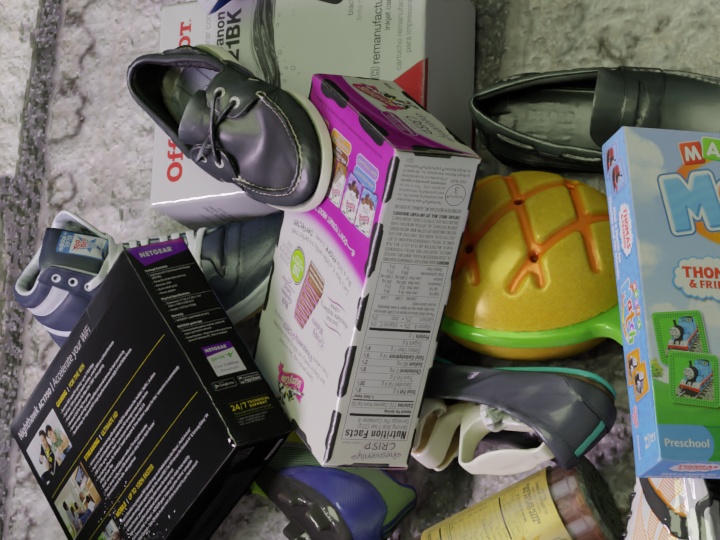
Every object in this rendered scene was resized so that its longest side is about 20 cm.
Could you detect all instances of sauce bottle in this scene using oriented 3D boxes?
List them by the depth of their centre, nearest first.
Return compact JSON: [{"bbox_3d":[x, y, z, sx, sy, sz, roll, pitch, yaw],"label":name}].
[{"bbox_3d":[0.060,0.180,1.476,0.199,0.065,0.065,-30,62,18],"label":"sauce bottle"}]

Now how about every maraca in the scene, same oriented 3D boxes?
[{"bbox_3d":[0.121,0.000,1.477,0.199,0.107,0.137,8,47,23],"label":"maraca"}]

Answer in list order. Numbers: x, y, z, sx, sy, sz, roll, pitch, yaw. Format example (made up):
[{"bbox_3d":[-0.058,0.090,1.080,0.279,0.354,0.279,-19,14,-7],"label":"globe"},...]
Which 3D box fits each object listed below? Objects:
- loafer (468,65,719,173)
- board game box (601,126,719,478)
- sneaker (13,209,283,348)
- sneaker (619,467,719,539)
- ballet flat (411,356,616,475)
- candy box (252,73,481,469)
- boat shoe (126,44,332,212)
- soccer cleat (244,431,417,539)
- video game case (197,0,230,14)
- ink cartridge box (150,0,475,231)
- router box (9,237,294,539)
[{"bbox_3d":[0.161,-0.091,1.509,0.200,0.070,0.068,1,74,28],"label":"loafer"},{"bbox_3d":[0.221,0.019,1.409,0.150,0.037,0.201,3,68,-18],"label":"board game box"},{"bbox_3d":[-0.134,-0.004,1.592,0.199,0.109,0.070,-29,31,26],"label":"sneaker"},{"bbox_3d":[0.177,0.144,1.421,0.080,0.074,0.201,-15,66,24],"label":"sneaker"},{"bbox_3d":[0.064,0.087,1.477,0.199,0.073,0.073,5,75,45],"label":"ballet flat"},{"bbox_3d":[0.000,0.000,1.469,0.136,0.061,0.201,-133,52,-58],"label":"candy box"},{"bbox_3d":[-0.085,-0.092,1.504,0.199,0.066,0.075,47,125,49],"label":"boat shoe"},{"bbox_3d":[-0.041,0.110,1.563,0.083,0.065,0.200,-25,46,-25],"label":"soccer cleat"},{"bbox_3d":[-0.078,-0.297,1.620,0.200,0.045,0.181,-39,88,-25],"label":"video game case"},{"bbox_3d":[-0.032,-0.108,1.607,0.199,0.084,0.145,-7,71,26],"label":"ink cartridge box"},{"bbox_3d":[-0.135,0.099,1.544,0.150,0.051,0.200,58,136,22],"label":"router box"}]
